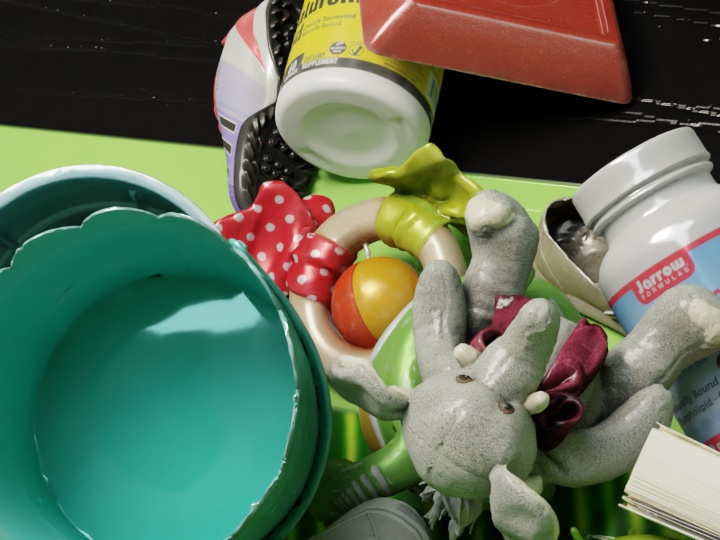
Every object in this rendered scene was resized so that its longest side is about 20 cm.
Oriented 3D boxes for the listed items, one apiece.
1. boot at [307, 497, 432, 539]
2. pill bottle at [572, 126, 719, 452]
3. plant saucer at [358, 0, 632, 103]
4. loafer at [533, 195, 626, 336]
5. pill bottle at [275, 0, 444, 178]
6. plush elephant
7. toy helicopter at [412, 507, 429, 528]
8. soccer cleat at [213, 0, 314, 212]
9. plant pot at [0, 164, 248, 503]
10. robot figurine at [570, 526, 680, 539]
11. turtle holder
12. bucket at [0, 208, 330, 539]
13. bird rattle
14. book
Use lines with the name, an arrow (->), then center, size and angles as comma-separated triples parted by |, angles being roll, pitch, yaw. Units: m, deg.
boot -> -0.046, 0.206, 1.235 | 0.200, 0.074, 0.096 | -44, 1, 36
pill bottle -> 0.207, 0.022, 1.245 | 0.109, 0.109, 0.200 | -30, 78, 1
plant saucer -> 0.093, -0.216, 1.507 | 0.199, 0.037, 0.200 | 9, 48, -17
loafer -> 0.185, 0.008, 1.348 | 0.200, 0.068, 0.076 | 20, 65, 35
pill bottle -> 0.011, -0.175, 1.544 | 0.111, 0.111, 0.200 | -3, 53, 23
plush elephant -> 0.077, 0.064, 1.141 | 0.165, 0.155, 0.200 | 33, 98, 12
toy helicopter -> 0.053, 0.203, 1.272 | 0.132, 0.079, 0.200 | -49, 39, -4
soccer cleat -> -0.077, -0.109, 1.577 | 0.073, 0.068, 0.200 | -26, 47, 37
plant pot -> -0.147, 0.052, 1.356 | 0.200, 0.196, 0.201 | -2, 80, 10
robot figurine -> 0.159, 0.230, 1.131 | 0.116, 0.175, 0.200 | -25, 72, 23
turtle holder -> 0.059, 0.091, 1.301 | 0.132, 0.141, 0.186 | -18, 45, 62
bucket -> -0.116, 0.076, 1.171 | 0.207, 0.135, 0.208 | -2, 81, 10
bird rattle -> 0.000, 0.000, 1.427 | 0.200, 0.113, 0.163 | -19, 65, 15
book -> 0.248, 0.152, 1.135 | 0.200, 0.134, 0.048 | 23, 84, 24
